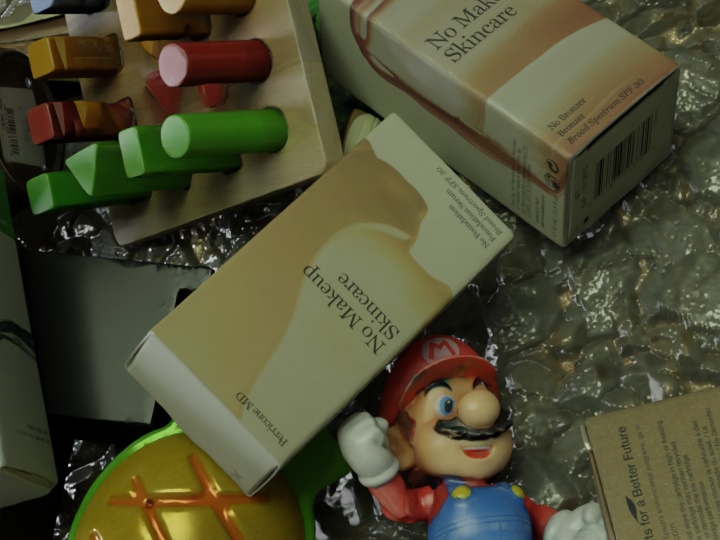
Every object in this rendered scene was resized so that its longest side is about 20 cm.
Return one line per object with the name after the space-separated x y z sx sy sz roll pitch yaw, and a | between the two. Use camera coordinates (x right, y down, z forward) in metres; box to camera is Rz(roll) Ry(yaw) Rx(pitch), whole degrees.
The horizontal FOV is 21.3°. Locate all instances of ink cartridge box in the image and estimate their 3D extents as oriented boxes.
0.214 0.156 0.962 0.164 0.075 0.200 -14 60 7 | ink cartridge box
-0.268 0.044 1.098 0.146 0.083 0.200 -17 74 9 | ink cartridge box

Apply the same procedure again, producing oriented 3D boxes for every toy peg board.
-0.131 -0.129 1.161 0.200 0.098 0.200 -17 85 42 | toy peg board

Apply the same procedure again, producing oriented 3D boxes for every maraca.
-0.086 0.143 1.078 0.137 0.107 0.200 29 88 0 | maraca

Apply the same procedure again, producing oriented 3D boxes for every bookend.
-0.184 0.095 1.160 0.200 0.092 0.199 4 73 18 | bookend

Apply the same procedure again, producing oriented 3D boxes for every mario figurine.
0.063 0.122 1.030 0.106 0.123 0.200 -27 61 23 | mario figurine

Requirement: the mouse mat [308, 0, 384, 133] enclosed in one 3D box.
-0.018 -0.147 1.231 0.200 0.008 0.161 -12 67 3 | mouse mat

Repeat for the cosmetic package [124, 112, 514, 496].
-0.021 0.017 1.054 0.105 0.071 0.200 44 63 1 | cosmetic package

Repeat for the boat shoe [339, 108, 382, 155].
0.000 0.000 1.142 0.066 0.074 0.200 16 72 -4 | boat shoe

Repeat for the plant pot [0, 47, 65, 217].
-0.299 -0.075 1.228 0.200 0.187 0.187 -10 61 22 | plant pot

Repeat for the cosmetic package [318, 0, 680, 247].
0.080 -0.119 1.134 0.200 0.087 0.103 36 64 26 | cosmetic package

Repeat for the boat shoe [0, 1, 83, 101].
-0.253 -0.132 1.313 0.200 0.072 0.068 -17 73 24 | boat shoe
